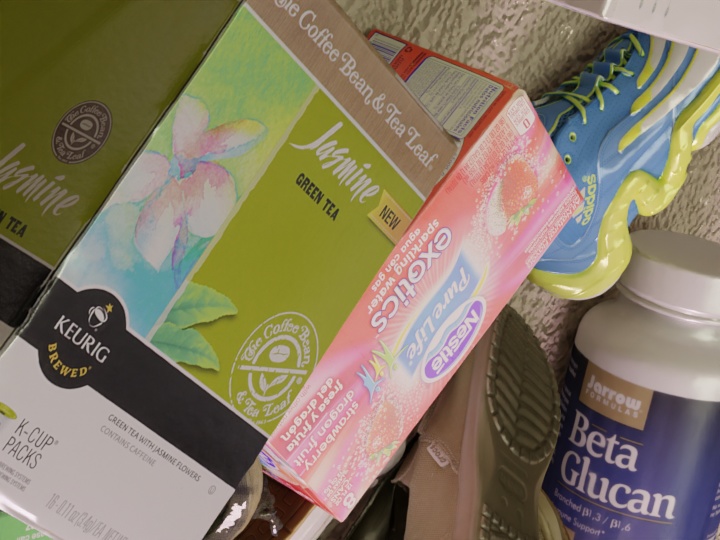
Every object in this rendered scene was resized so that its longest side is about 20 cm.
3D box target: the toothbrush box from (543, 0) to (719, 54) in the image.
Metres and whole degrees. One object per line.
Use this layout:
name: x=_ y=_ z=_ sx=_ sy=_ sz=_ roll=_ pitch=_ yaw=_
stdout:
toothbrush box: x=0.083 y=-0.160 z=0.809 sx=0.145 sy=0.200 sz=0.087 roll=7 pitch=106 yaw=-47

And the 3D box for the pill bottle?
pill bottle: x=0.172 y=0.084 z=1.104 sx=0.111 sy=0.111 sz=0.201 roll=-6 pitch=114 yaw=-45

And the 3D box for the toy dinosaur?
toy dinosaur: x=-0.078 y=0.134 z=0.851 sx=0.088 sy=0.048 sz=0.200 roll=-5 pitch=143 yaw=-53

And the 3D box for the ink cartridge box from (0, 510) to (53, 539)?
ink cartridge box: x=-0.190 y=0.174 z=0.787 sx=0.145 sy=0.084 sz=0.201 roll=-10 pitch=118 yaw=-43

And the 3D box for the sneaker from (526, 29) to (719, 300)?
sneaker: x=0.135 y=-0.081 z=1.004 sx=0.105 sy=0.076 sz=0.201 roll=18 pitch=97 yaw=-49

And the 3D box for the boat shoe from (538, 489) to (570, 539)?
boat shoe: x=0.084 y=0.171 z=1.015 sx=0.065 sy=0.200 sz=0.073 roll=-14 pitch=116 yaw=-10

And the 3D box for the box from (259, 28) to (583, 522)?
box: x=0.000 y=0.000 z=0.883 sx=0.200 sy=0.102 sz=0.095 roll=-53 pitch=139 yaw=-13

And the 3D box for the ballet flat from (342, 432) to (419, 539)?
ballet flat: x=0.013 y=0.154 z=1.011 sx=0.200 sy=0.067 sz=0.046 roll=-52 pitch=148 yaw=-4

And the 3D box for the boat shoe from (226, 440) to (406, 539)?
boat shoe: x=-0.008 y=0.084 z=0.943 sx=0.200 sy=0.071 sz=0.069 roll=-55 pitch=139 yaw=-12

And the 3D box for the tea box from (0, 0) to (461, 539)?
tea box: x=-0.110 y=-0.029 z=0.672 sx=0.197 sy=0.200 sz=0.134 roll=-56 pitch=139 yaw=-7

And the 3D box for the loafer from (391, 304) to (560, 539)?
loafer: x=0.054 y=0.099 z=0.958 sx=0.076 sy=0.068 sz=0.201 roll=48 pitch=37 yaw=-32
